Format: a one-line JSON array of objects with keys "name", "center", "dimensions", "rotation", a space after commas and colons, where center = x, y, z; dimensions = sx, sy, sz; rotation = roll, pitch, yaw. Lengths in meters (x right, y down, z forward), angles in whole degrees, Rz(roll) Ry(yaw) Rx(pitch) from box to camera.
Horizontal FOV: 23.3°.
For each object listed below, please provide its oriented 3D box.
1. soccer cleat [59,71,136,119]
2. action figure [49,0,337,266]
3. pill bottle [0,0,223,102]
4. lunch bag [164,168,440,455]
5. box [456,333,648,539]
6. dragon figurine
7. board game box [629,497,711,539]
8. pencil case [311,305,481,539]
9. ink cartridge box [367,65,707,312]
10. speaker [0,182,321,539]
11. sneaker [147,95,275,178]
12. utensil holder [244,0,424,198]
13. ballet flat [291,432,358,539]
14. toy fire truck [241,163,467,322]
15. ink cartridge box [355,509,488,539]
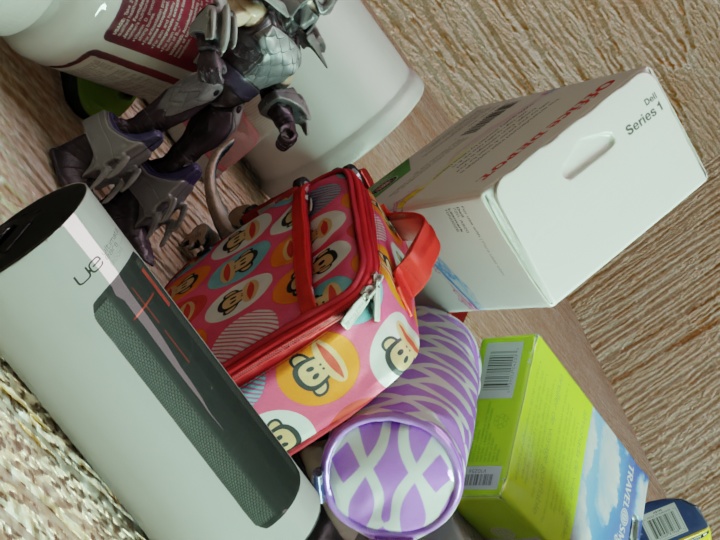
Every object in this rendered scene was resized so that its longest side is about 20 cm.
[{"name": "soccer cleat", "center": [-0.184, -0.177, 1.191], "dimensions": [0.067, 0.081, 0.201], "rotation": [33, 46, -41]}, {"name": "action figure", "center": [-0.085, -0.102, 1.043], "dimensions": [0.069, 0.200, 0.130], "rotation": [50, 5, 39]}, {"name": "pill bottle", "center": [-0.153, -0.169, 1.060], "dimensions": [0.200, 0.110, 0.110], "rotation": [16, 41, -49]}, {"name": "lunch bag", "center": [-0.033, 0.023, 0.999], "dimensions": [0.082, 0.176, 0.200], "rotation": [55, 10, -21]}, {"name": "box", "center": [0.132, 0.145, 1.180], "dimensions": [0.200, 0.048, 0.122], "rotation": [49, 47, -44]}, {"name": "dragon figurine", "center": [-0.071, 0.007, 1.206], "dimensions": [0.099, 0.059, 0.200], "rotation": [48, 15, -47]}, {"name": "board game box", "center": [0.199, 0.275, 1.476], "dimensions": [0.200, 0.199, 0.062], "rotation": [70, -2, -55]}, {"name": "pencil case", "center": [0.029, 0.088, 1.015], "dimensions": [0.200, 0.084, 0.086], "rotation": [-64, 147, -69]}, {"name": "ink cartridge box", "center": [0.095, -0.045, 1.090], "dimensions": [0.084, 0.145, 0.200], "rotation": [58, -24, -13]}, {"name": "speaker", "center": [-0.105, 0.058, 0.825], "dimensions": [0.200, 0.081, 0.081], "rotation": [55, 10, -20]}, {"name": "sneaker", "center": [-0.131, -0.173, 1.326], "dimensions": [0.200, 0.104, 0.075], "rotation": [54, 13, -22]}, {"name": "utensil holder", "center": [-0.068, -0.191, 1.505], "dimensions": [0.200, 0.170, 0.170], "rotation": [54, 11, -17]}, {"name": "ballet flat", "center": [-0.029, 0.118, 1.055], "dimensions": [0.073, 0.073, 0.200], "rotation": [52, 12, -34]}, {"name": "toy fire truck", "center": [0.000, 0.000, 1.213], "dimensions": [0.141, 0.049, 0.200], "rotation": [62, 22, 2]}, {"name": "ink cartridge box", "center": [0.062, 0.205, 1.200], "dimensions": [0.200, 0.084, 0.146], "rotation": [48, 14, -43]}]
